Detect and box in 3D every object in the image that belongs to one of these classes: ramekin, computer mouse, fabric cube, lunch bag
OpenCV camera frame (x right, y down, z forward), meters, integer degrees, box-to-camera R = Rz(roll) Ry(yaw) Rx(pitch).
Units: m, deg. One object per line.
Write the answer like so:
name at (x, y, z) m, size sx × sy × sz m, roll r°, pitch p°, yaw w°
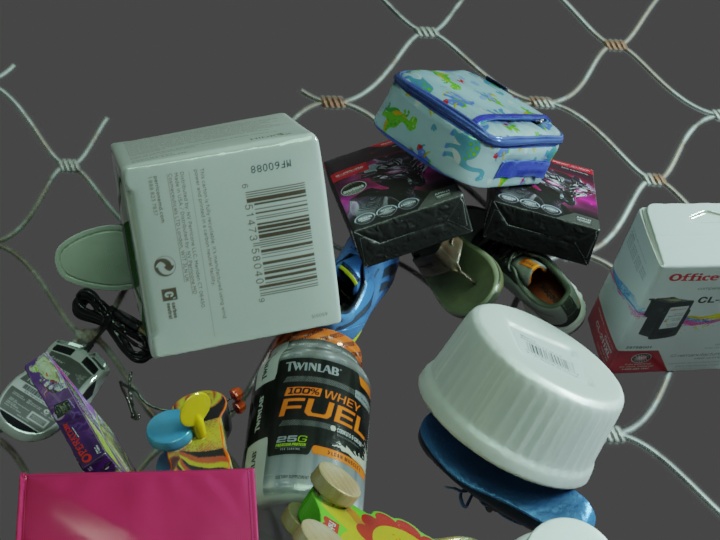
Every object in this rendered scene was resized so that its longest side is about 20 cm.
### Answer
ramekin at (0.168, 0.120, 1.323) m, size 0.200 × 0.098 × 0.201 m, roll 26°, pitch 19°, yaw -10°
computer mouse at (-0.302, 0.108, 1.348) m, size 0.110 × 0.044 × 0.200 m, roll 32°, pitch 48°, yaw 9°
fabric cube at (-0.189, 0.301, 1.121) m, size 0.199 × 0.196 × 0.200 m, roll 0°, pitch 53°, yaw -10°
lunch bag at (0.126, -0.156, 1.449) m, size 0.161 × 0.083 × 0.200 m, roll 39°, pitch 25°, yaw 25°

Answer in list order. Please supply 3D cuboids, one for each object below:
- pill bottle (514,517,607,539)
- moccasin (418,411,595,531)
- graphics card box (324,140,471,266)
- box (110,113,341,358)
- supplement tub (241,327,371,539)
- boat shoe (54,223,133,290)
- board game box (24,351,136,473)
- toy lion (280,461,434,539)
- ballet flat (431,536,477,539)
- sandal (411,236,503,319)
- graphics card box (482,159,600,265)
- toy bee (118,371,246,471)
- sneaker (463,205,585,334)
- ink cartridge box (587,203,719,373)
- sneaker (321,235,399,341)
pill bottle at (0.164, 0.303, 1.177) m, size 0.111 × 0.200 × 0.111 m, roll 5°, pitch 53°, yaw -6°
moccasin at (0.139, 0.221, 1.323) m, size 0.200 × 0.068 × 0.080 m, roll 37°, pitch 63°, yaw 19°
graphics card box at (0.038, -0.084, 1.463) m, size 0.125 × 0.051 × 0.200 m, roll -18°, pitch 30°, yaw -2°
box at (-0.141, -0.042, 1.344) m, size 0.199 × 0.200 × 0.171 m, roll -10°, pitch 16°, yaw -11°
supplement tub at (-0.052, 0.164, 1.296) m, size 0.122 × 0.123 × 0.200 m, roll 7°, pitch 52°, yaw -4°
boat shoe at (-0.236, -0.023, 1.448) m, size 0.199 × 0.076 × 0.060 m, roll -4°, pitch 12°, yaw -13°
board game box at (-0.242, 0.165, 1.215) m, size 0.032 × 0.200 × 0.120 m, roll -29°, pitch 62°, yaw -7°
toy lion at (0.020, 0.261, 1.127) m, size 0.191 × 0.069 × 0.200 m, roll 34°, pitch 13°, yaw -3°
ballet flat at (0.026, 0.298, 1.249) m, size 0.200 × 0.071 × 0.071 m, roll -25°, pitch 61°, yaw -27°
sandal at (0.088, -0.019, 1.478) m, size 0.057 × 0.080 × 0.201 m, roll 25°, pitch 21°, yaw -47°
graphics card box at (0.209, -0.080, 1.523) m, size 0.125 × 0.051 × 0.200 m, roll 16°, pitch 26°, yaw 1°
toy bee at (-0.156, 0.153, 1.277) m, size 0.108 × 0.131 × 0.200 m, roll -21°, pitch 61°, yaw -15°
sneaker at (0.176, -0.012, 1.489) m, size 0.074 × 0.079 × 0.200 m, roll -45°, pitch 67°, yaw -7°
ink cartridge box at (0.350, 0.022, 1.425) m, size 0.145 × 0.200 × 0.083 m, roll -2°, pitch 53°, yaw -11°
sneaker at (0.000, 0.000, 1.460) m, size 0.066 × 0.079 × 0.200 m, roll 20°, pitch 51°, yaw 8°
